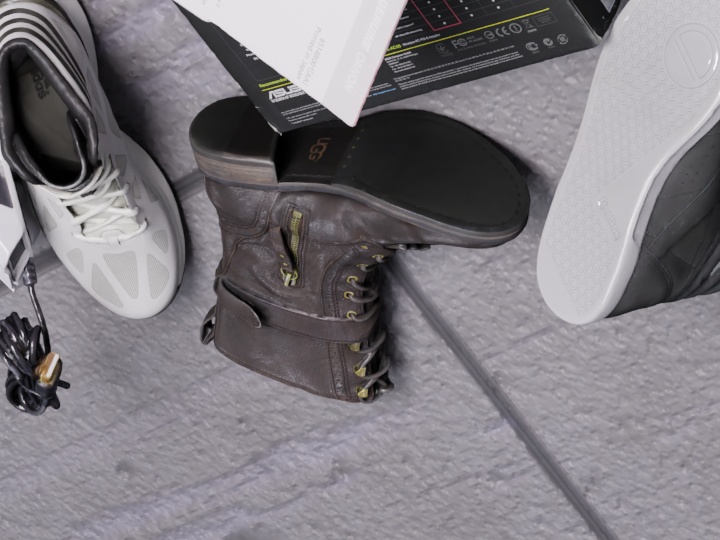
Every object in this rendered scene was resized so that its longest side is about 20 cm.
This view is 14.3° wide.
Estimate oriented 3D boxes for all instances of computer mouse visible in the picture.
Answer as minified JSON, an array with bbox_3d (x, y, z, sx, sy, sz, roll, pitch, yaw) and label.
[{"bbox_3d":[-0.197,-0.025,1.500,0.044,0.110,0.201,-15,81,-4],"label":"computer mouse"}]

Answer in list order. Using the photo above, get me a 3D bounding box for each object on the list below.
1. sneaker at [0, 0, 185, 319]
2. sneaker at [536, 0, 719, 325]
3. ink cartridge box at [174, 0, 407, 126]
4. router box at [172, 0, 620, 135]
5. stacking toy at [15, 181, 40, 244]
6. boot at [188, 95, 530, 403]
[{"bbox_3d":[-0.148,-0.042,1.468,0.075,0.115,0.201,-19,117,8],"label":"sneaker"},{"bbox_3d":[0.157,-0.067,1.319,0.071,0.099,0.201,42,121,36],"label":"sneaker"},{"bbox_3d":[-0.029,-0.190,1.221,0.176,0.045,0.200,36,127,15],"label":"ink cartridge box"},{"bbox_3d":[0.002,-0.154,1.322,0.199,0.062,0.150,-13,130,37],"label":"router box"},{"bbox_3d":[-0.273,-0.041,1.561,0.199,0.146,0.146,16,133,-3],"label":"stacking toy"},{"bbox_3d":[0.000,0.000,1.474,0.199,0.069,0.175,15,136,24],"label":"boot"}]
